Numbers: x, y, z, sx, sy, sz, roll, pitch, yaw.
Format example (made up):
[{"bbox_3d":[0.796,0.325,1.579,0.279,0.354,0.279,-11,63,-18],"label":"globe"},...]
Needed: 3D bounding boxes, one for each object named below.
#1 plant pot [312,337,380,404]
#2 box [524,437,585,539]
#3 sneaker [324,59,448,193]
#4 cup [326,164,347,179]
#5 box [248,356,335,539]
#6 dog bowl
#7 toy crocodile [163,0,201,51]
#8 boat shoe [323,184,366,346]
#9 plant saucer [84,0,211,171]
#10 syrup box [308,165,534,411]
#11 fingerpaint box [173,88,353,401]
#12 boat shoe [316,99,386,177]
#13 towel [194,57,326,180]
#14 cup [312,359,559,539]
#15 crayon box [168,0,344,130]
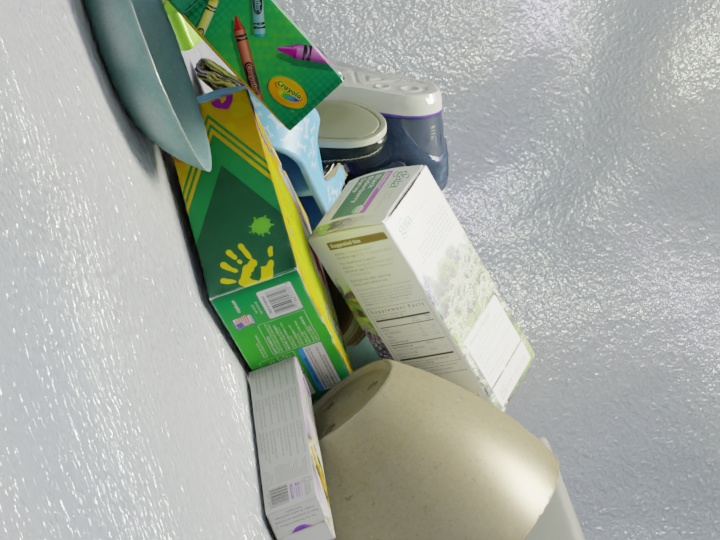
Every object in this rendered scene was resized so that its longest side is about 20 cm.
[{"bbox_3d":[0.037,0.101,1.817,0.200,0.134,0.200,51,27,-39],"label":"plant pot"},{"bbox_3d":[0.117,0.297,1.901,0.171,0.200,0.199,70,3,-46],"label":"box"},{"bbox_3d":[-0.011,-0.105,1.894,0.081,0.200,0.147,-29,125,-51],"label":"sneaker"},{"bbox_3d":[-0.037,-0.117,2.170,0.200,0.143,0.201,-20,90,-87],"label":"cup"},{"bbox_3d":[-0.050,0.129,1.506,0.200,0.041,0.039,-105,175,-63],"label":"box"},{"bbox_3d":[-0.079,-0.079,1.736,0.200,0.111,0.050,66,22,-60],"label":"dog bowl"},{"bbox_3d":[-0.152,-0.238,1.811,0.200,0.062,0.068,-101,170,-67],"label":"toy crocodile"},{"bbox_3d":[-0.002,0.001,1.770,0.063,0.073,0.201,30,24,-20],"label":"boat shoe"},{"bbox_3d":[-0.156,-0.157,1.472,0.201,0.039,0.201,-19,90,-87],"label":"plant saucer"},{"bbox_3d":[0.050,0.022,1.663,0.200,0.081,0.079,58,43,-24],"label":"syrup box"},{"bbox_3d":[-0.077,-0.012,1.612,0.200,0.073,0.167,66,7,-60],"label":"fingerpaint box"},{"bbox_3d":[-0.053,-0.104,1.828,0.075,0.199,0.066,-44,127,-44],"label":"boat shoe"},{"bbox_3d":[-0.078,-0.114,1.975,0.200,0.023,0.144,52,-8,-26],"label":"towel"},{"bbox_3d":[0.028,0.153,1.599,0.143,0.200,0.200,50,8,-14],"label":"cup"},{"bbox_3d":[-0.090,-0.185,1.576,0.119,0.058,0.200,47,2,-22],"label":"crayon box"}]
